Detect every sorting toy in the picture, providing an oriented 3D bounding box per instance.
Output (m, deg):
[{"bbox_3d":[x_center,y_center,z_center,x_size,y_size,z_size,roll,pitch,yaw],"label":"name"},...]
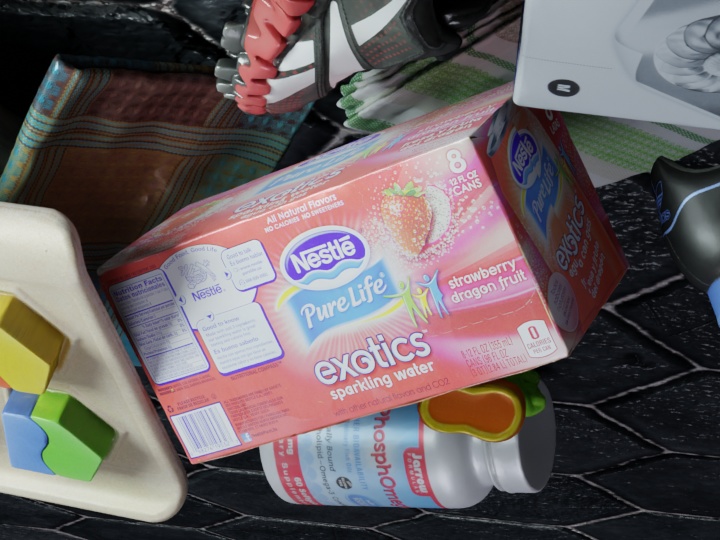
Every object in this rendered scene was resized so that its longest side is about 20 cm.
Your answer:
[{"bbox_3d":[-0.186,0.043,0.809,0.185,0.037,0.200,8,140,19],"label":"sorting toy"}]

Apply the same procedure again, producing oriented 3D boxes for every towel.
[{"bbox_3d":[-0.117,-0.019,0.856,0.146,0.022,0.200,-1,137,-39],"label":"towel"},{"bbox_3d":[0.102,-0.087,0.788,0.149,0.031,0.200,16,158,-31],"label":"towel"}]

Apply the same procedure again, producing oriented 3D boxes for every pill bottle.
[{"bbox_3d":[0.035,0.118,1.293,0.199,0.109,0.109,-2,160,25],"label":"pill bottle"}]

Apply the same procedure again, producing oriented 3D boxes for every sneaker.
[{"bbox_3d":[-0.001,-0.106,0.687,0.098,0.071,0.200,12,160,-8],"label":"sneaker"},{"bbox_3d":[0.217,-0.053,0.731,0.200,0.078,0.070,-26,164,-5],"label":"sneaker"}]

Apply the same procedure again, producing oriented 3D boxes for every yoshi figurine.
[{"bbox_3d":[0.076,0.029,0.998,0.112,0.112,0.200,40,-171,-4],"label":"yoshi figurine"}]

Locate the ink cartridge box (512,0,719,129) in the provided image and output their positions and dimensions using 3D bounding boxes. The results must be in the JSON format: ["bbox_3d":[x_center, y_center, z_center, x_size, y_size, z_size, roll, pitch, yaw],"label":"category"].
[{"bbox_3d":[0.157,-0.112,0.615,0.199,0.041,0.200,5,153,5],"label":"ink cartridge box"}]

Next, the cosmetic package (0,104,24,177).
[{"bbox_3d":[-0.186,-0.029,0.909,0.103,0.087,0.200,44,-176,36],"label":"cosmetic package"}]

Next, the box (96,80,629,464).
[{"bbox_3d":[0.000,0.000,0.775,0.200,0.103,0.095,-19,-166,31],"label":"box"}]
